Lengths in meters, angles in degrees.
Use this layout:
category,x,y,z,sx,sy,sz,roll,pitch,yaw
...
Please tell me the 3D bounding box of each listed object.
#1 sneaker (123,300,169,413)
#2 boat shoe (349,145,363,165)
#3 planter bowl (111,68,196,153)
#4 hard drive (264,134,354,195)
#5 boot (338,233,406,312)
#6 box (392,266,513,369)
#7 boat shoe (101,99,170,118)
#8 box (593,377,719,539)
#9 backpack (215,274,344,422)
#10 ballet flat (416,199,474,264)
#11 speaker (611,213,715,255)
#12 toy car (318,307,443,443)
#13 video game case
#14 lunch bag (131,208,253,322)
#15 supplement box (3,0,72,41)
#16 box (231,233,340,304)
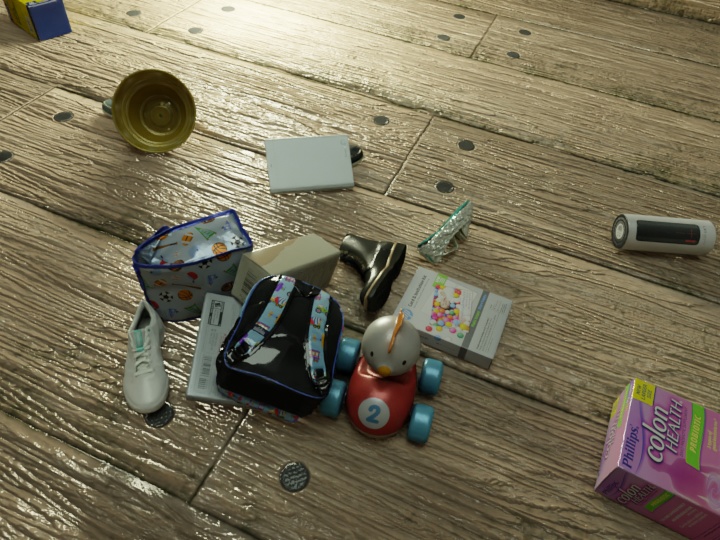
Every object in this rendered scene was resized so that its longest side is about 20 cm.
category,x,y,z,sx,sy,sz,roll,pitch,yaw
sneaker,-0.369,0.140,0.941,0.075,0.089,0.200,-8,49,-14
boat shoe,-0.086,-0.296,1.386,0.199,0.066,0.075,-6,47,-11
planter bowl,-0.508,-0.393,1.396,0.200,0.201,0.083,-2,8,-7
hard drive,-0.122,-0.254,1.328,0.199,0.026,0.132,-6,82,-10
boot,0.000,0.000,1.125,0.138,0.078,0.200,15,34,14
box,0.177,0.086,1.076,0.199,0.041,0.156,21,49,15
boat shoe,-0.589,-0.435,1.470,0.199,0.062,0.073,11,47,5
box,0.496,0.298,0.870,0.200,0.097,0.176,23,50,16
backpack,-0.124,0.116,0.904,0.182,0.135,0.200,21,49,-9
ballet flat,0.197,-0.079,1.225,0.072,0.072,0.200,33,55,23
speaker,0.679,-0.080,1.250,0.199,0.081,0.081,5,47,-1
toy car,0.042,0.151,0.894,0.184,0.200,0.177,14,48,8
video game case,-0.192,0.140,0.959,0.181,0.023,0.200,13,50,-16
lunch bag,-0.302,-0.002,1.023,0.200,0.170,0.124,-22,54,-20
supplement box,-1.026,-0.824,1.757,0.200,0.110,0.109,35,53,25
box,-0.134,0.003,1.041,0.078,0.095,0.200,35,29,22
